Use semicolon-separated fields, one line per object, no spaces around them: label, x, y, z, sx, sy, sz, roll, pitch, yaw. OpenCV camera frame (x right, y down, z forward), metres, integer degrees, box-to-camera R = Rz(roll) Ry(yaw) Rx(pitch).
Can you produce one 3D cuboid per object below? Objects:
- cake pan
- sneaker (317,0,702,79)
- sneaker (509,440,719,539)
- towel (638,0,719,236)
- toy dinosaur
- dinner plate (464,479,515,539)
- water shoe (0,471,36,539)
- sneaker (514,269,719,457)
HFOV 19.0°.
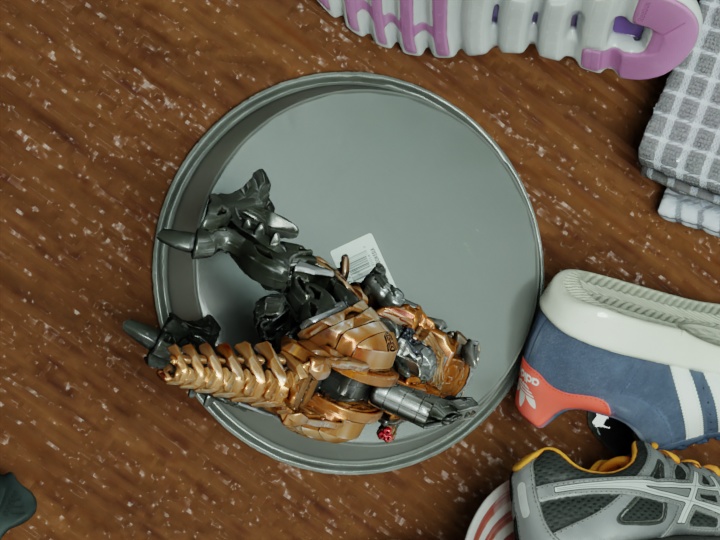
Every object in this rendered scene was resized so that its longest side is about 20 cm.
cake pan;0.000;0.000;1.049;0.200;0.037;0.200;1;87;-14
sneaker;0.070;-0.156;1.061;0.200;0.081;0.089;9;57;0
sneaker;0.147;0.118;1.032;0.200;0.078;0.077;2;63;-48
towel;0.244;-0.101;1.062;0.166;0.086;0.200;21;82;21
toy dinosaur;-0.021;0.029;0.934;0.136;0.200;0.102;31;86;25
dinner plate;0.112;0.192;1.022;0.200;0.024;0.200;30;44;-34
water shoe;-0.176;0.190;0.975;0.079;0.071;0.200;-2;87;-16
sneaker;0.165;0.063;1.077;0.200;0.075;0.085;16;110;-22
